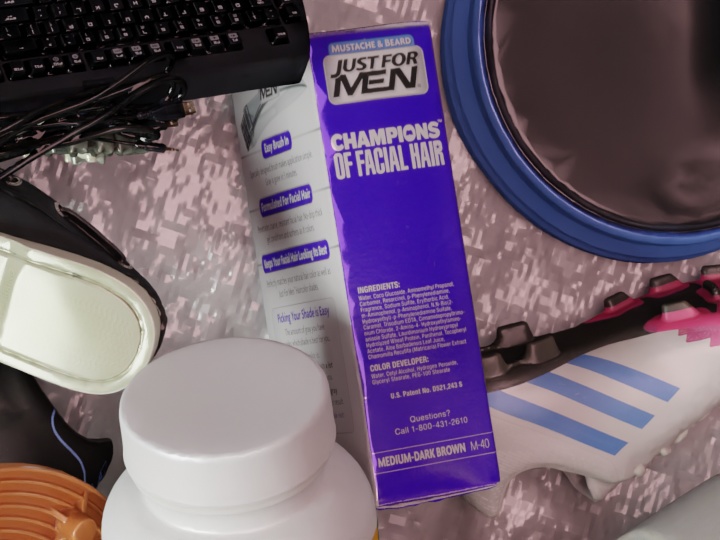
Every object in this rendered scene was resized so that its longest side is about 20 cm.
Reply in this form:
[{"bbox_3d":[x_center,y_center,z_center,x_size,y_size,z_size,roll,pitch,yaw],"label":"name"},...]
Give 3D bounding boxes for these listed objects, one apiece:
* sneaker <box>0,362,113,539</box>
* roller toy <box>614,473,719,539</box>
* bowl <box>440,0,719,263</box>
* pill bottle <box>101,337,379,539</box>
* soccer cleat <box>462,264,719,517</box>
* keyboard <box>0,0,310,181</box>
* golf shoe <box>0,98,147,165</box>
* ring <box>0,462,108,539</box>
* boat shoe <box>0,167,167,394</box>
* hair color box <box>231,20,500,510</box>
[{"bbox_3d":[-0.194,0.039,1.073,0.200,0.070,0.078,46,53,1],"label":"sneaker"},{"bbox_3d":[0.161,0.194,1.083,0.140,0.200,0.183,-31,64,-13],"label":"roller toy"},{"bbox_3d":[0.138,-0.105,1.167,0.200,0.039,0.201,1,86,-13],"label":"bowl"},{"bbox_3d":[-0.046,0.133,1.029,0.112,0.113,0.200,-14,122,-14],"label":"pill bottle"},{"bbox_3d":[0.128,0.055,1.148,0.199,0.070,0.087,-14,106,-11],"label":"soccer cleat"},{"bbox_3d":[-0.107,-0.092,0.980,0.200,0.040,0.104,-11,65,-25],"label":"keyboard"},{"bbox_3d":[-0.176,-0.097,1.013,0.199,0.077,0.088,17,93,4],"label":"golf shoe"},{"bbox_3d":[-0.164,0.174,1.028,0.200,0.019,0.201,-23,126,-37],"label":"ring"},{"bbox_3d":[-0.168,-0.014,1.038,0.199,0.066,0.075,21,105,6],"label":"boat shoe"},{"bbox_3d":[0.000,0.000,1.090,0.065,0.109,0.201,-10,90,-21],"label":"hair color box"}]
